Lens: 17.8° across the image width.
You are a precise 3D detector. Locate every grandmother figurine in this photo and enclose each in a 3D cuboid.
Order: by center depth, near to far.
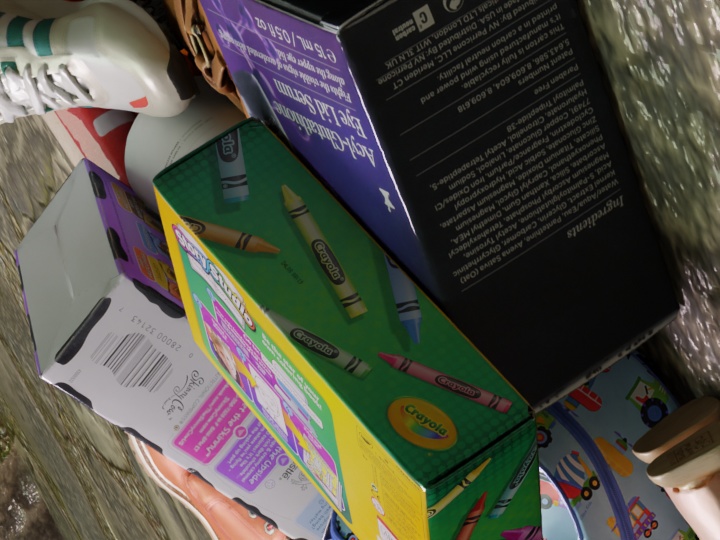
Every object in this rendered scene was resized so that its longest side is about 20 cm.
[{"bbox_3d":[0.187,0.156,0.983,0.201,0.060,0.121,59,-168,-11],"label":"grandmother figurine"}]

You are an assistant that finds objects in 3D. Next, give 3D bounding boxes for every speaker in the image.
[{"bbox_3d":[-0.043,-0.028,1.162,0.200,0.081,0.082,38,154,48],"label":"speaker"}]

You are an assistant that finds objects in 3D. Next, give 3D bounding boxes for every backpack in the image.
[{"bbox_3d":[0.073,0.117,1.078,0.182,0.134,0.201,29,138,37],"label":"backpack"}]

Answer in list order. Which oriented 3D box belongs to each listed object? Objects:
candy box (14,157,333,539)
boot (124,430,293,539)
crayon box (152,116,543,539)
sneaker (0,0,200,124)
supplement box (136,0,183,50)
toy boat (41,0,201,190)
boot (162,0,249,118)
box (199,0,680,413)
[{"bbox_3d":[-0.078,0.047,1.213,0.199,0.072,0.168,35,-169,-23],"label":"candy box"},{"bbox_3d":[-0.061,0.121,1.325,0.201,0.075,0.107,56,155,-11],"label":"boot"},{"bbox_3d":[-0.005,0.043,0.969,0.200,0.058,0.119,47,160,32],"label":"crayon box"},{"bbox_3d":[-0.169,-0.099,1.192,0.199,0.093,0.071,22,150,42],"label":"sneaker"},{"bbox_3d":[-0.144,-0.214,1.229,0.200,0.061,0.109,52,167,38],"label":"supplement box"},{"bbox_3d":[-0.111,-0.126,1.302,0.201,0.130,0.131,55,133,10],"label":"toy boat"},{"bbox_3d":[-0.055,-0.138,1.084,0.201,0.076,0.155,60,169,-31],"label":"boot"},{"bbox_3d":[0.032,-0.055,0.976,0.148,0.104,0.201,30,147,58],"label":"box"}]
